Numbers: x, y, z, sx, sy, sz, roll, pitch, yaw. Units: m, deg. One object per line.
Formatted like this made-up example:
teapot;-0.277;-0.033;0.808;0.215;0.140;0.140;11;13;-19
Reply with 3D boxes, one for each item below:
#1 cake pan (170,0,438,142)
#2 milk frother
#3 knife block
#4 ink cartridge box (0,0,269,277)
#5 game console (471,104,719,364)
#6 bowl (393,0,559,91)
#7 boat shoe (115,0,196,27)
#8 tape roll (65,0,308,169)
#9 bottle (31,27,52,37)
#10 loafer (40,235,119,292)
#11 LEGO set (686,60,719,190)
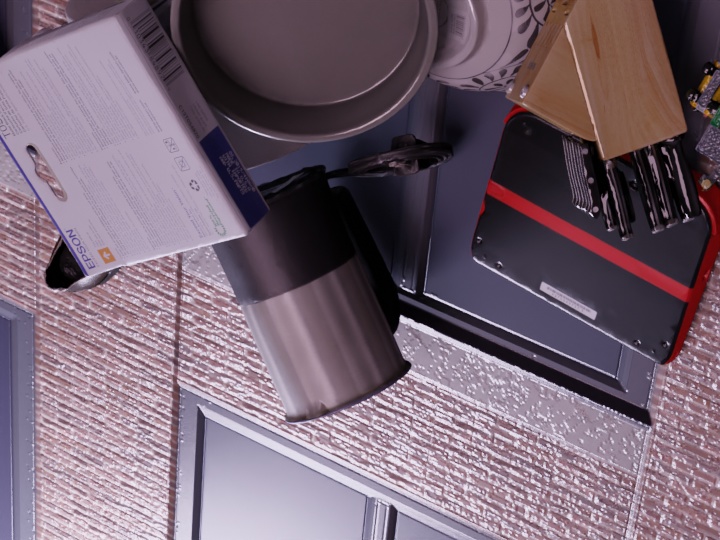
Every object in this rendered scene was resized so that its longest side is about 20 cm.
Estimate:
cake pan;-0.041;-0.189;1.616;0.200;0.037;0.201;1;127;2
milk frother;0.000;0.000;1.793;0.200;0.180;0.189;-13;104;48
knife block;0.208;-0.129;1.610;0.175;0.064;0.200;27;95;-13
ink cartridge box;-0.191;-0.100;1.683;0.200;0.041;0.200;-13;115;43
game console;0.189;-0.035;1.736;0.200;0.031;0.177;30;134;20
bowl;0.075;-0.213;1.663;0.200;0.094;0.201;20;128;28
boat shoe;-0.113;-0.268;1.631;0.072;0.200;0.062;36;173;34
tape roll;-0.127;-0.174;1.764;0.202;0.203;0.140;4;120;35
bottle;-0.213;-0.154;1.938;0.200;0.065;0.084;29;132;20
loafer;-0.239;-0.035;2.028;0.073;0.071;0.200;43;134;7
LEGO set;0.342;-0.094;1.547;0.200;0.116;0.154;28;104;24
